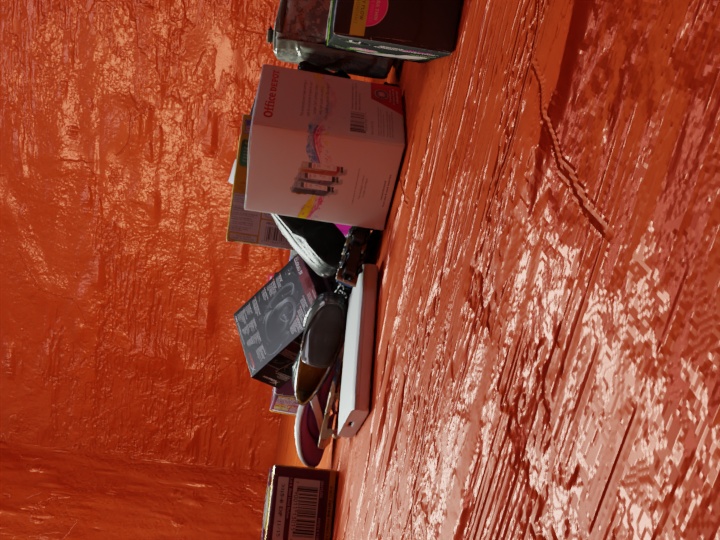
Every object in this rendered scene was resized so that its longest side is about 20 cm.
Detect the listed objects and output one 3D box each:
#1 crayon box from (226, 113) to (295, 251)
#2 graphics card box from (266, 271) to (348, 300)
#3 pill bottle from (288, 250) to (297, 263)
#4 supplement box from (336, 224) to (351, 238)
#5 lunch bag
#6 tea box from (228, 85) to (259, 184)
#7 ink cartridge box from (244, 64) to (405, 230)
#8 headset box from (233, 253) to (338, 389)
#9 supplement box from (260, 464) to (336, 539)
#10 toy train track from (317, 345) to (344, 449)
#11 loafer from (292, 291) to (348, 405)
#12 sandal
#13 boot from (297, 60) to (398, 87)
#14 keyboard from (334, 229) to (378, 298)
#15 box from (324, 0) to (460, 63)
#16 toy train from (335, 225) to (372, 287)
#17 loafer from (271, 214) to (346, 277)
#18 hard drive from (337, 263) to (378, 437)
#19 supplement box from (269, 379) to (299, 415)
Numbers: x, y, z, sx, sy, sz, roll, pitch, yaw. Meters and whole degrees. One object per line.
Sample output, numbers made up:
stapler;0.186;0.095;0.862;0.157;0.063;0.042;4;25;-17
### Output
crayon box;-0.143;-0.141;1.234;0.052;0.123;0.204;-132;50;-82
graphics card box;-0.104;0.056;1.418;0.198;0.050;0.128;-15;62;44
pill bottle;-0.089;-0.030;1.555;0.114;0.112;0.203;117;160;-70
supplement box;-0.035;-0.108;1.241;0.200;0.099;0.105;113;164;-66
lunch bag;-0.031;-0.366;1.135;0.141;0.196;0.169;101;176;-45
tea box;-0.117;-0.217;1.420;0.199;0.133;0.200;28;103;40
ink cartridge box;-0.051;-0.166;1.024;0.147;0.196;0.146;-88;10;-46
headset box;-0.116;0.080;1.314;0.200;0.077;0.150;-41;47;16
supplement box;-0.104;0.386;1.230;0.200;0.101;0.133;117;159;-72
toy train track;-0.033;0.191;1.176;0.201;0.032;0.116;-79;2;-51
loafer;-0.061;0.123;1.163;0.073;0.072;0.202;-86;9;-53
sandal;-0.065;0.231;1.288;0.049;0.082;0.206;-1;76;39
boot;-0.035;-0.243;1.155;0.211;0.155;0.081;121;157;-72
keyboard;0.000;0.000;1.165;0.105;0.039;0.200;-60;2;-10
box;0.033;-0.307;0.805;0.200;0.122;0.151;-113;31;-76
toy train;-0.005;-0.045;1.053;0.201;0.034;0.046;-76;12;-50
loafer;-0.096;-0.074;1.113;0.201;0.072;0.072;56;149;10
hard drive;-0.003;0.111;1.035;0.132;0.026;0.203;111;165;-62
supplement box;-0.109;0.219;1.441;0.200;0.108;0.087;117;162;-68
